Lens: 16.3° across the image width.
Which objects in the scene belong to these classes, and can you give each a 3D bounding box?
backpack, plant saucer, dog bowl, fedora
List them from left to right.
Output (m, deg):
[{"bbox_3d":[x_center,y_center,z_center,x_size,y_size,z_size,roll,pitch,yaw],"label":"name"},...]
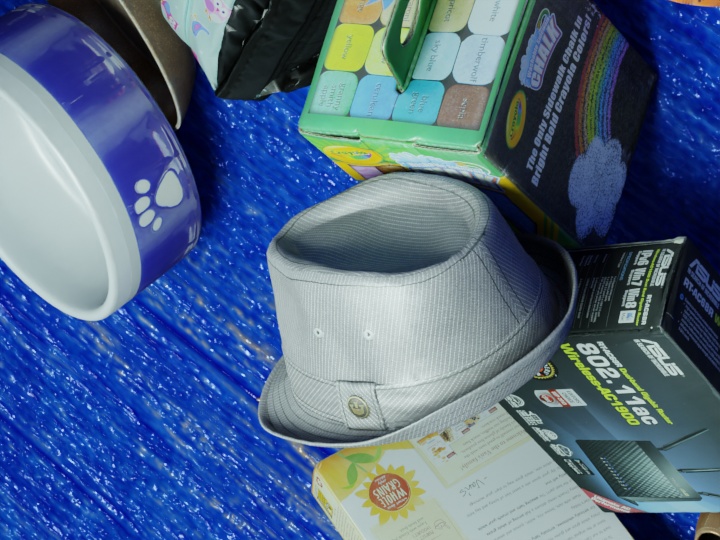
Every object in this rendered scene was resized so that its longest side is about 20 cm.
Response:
[{"bbox_3d":[-0.196,-0.070,1.640,0.200,0.079,0.201,39,151,27],"label":"dog bowl"},{"bbox_3d":[-0.163,-0.177,1.577,0.200,0.034,0.200,50,168,15],"label":"plant saucer"},{"bbox_3d":[-0.036,-0.195,1.457,0.127,0.166,0.200,60,140,29],"label":"backpack"},{"bbox_3d":[0.015,0.009,1.336,0.200,0.177,0.091,7,133,48],"label":"fedora"}]

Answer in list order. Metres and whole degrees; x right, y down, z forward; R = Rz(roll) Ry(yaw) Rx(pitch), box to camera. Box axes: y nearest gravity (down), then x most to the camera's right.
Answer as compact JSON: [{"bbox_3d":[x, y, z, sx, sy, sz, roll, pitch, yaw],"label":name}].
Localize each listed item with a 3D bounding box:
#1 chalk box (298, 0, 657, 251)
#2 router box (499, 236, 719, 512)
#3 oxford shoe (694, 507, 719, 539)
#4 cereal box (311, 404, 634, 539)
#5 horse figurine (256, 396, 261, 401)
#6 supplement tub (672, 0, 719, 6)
[{"bbox_3d":[0.056,-0.103,1.373,0.124,0.125,0.200,8,161,35],"label":"chalk box"},{"bbox_3d":[0.160,0.064,1.424,0.149,0.062,0.200,-6,143,39],"label":"router box"},{"bbox_3d":[0.230,0.225,1.515,0.071,0.071,0.201,-1,114,36],"label":"oxford shoe"},{"bbox_3d":[0.082,0.169,1.515,0.200,0.143,0.040,54,157,25],"label":"cereal box"},{"bbox_3d":[0.000,0.000,1.506,0.050,0.200,0.133,16,132,15],"label":"horse figurine"},{"bbox_3d":[0.185,-0.243,1.268,0.122,0.122,0.201,29,128,23],"label":"supplement tub"}]
